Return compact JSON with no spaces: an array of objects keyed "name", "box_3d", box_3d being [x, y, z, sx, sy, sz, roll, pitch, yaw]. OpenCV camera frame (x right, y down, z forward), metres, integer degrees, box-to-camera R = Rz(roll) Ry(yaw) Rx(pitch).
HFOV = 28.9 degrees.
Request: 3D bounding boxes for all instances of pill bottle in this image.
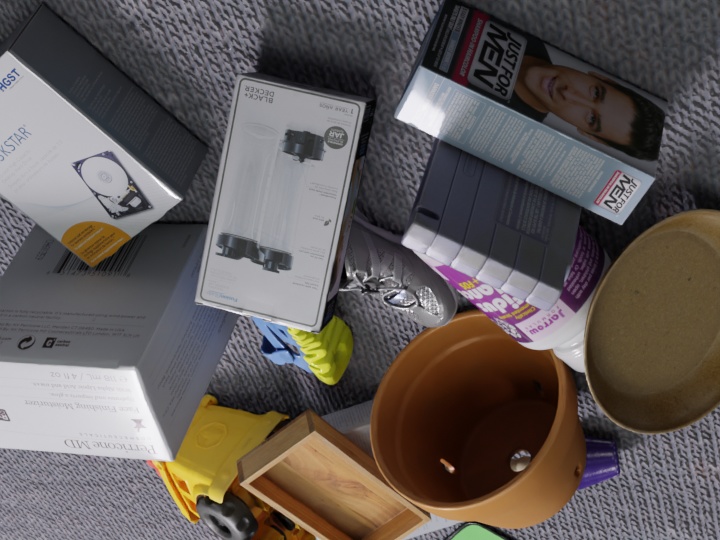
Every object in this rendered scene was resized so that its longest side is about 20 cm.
[{"name":"pill bottle","box_3d":[0.145,-0.003,1.203,0.200,0.113,0.112,40,134,-19]}]

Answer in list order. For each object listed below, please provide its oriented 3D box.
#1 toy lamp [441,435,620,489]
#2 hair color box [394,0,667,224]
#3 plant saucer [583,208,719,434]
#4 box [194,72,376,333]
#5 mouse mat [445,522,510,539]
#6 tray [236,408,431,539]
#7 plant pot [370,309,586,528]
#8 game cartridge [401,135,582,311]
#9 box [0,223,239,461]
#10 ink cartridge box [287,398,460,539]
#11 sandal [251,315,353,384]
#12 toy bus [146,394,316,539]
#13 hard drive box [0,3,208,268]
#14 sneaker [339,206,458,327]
[{"name":"toy lamp","box_3d":[0.164,0.202,1.422,0.198,0.058,0.058,-10,131,11]},{"name":"hair color box","box_3d":[0.136,-0.126,1.093,0.199,0.099,0.061,25,136,-5]},{"name":"plant saucer","box_3d":[0.262,0.040,1.186,0.201,0.200,0.035,56,168,-32]},{"name":"box","box_3d":[-0.064,-0.059,1.190,0.116,0.060,0.201,12,101,7]},{"name":"mouse mat","box_3d":[0.147,0.372,1.652,0.160,0.008,0.200,30,135,-10]},{"name":"tray","box_3d":[-0.025,0.227,1.438,0.098,0.037,0.200,-36,129,16]},{"name":"plant pot","box_3d":[0.127,0.158,1.326,0.199,0.201,0.140,-10,145,28]},{"name":"game cartridge","box_3d":[0.112,-0.062,1.092,0.129,0.201,0.038,28,132,-7]},{"name":"box","box_3d":[-0.250,0.064,1.354,0.197,0.201,0.131,1,133,19]},{"name":"ink cartridge box","box_3d":[0.032,0.216,1.494,0.199,0.041,0.200,-16,131,-1]},{"name":"sandal","box_3d":[-0.072,0.040,1.344,0.086,0.080,0.201,10,144,22]},{"name":"toy bus","box_3d":[-0.151,0.239,1.552,0.191,0.136,0.201,15,142,32]},{"name":"hard drive box","box_3d":[-0.266,-0.117,1.271,0.200,0.077,0.156,41,133,-20]},{"name":"sneaker","box_3d":[0.000,0.000,1.281,0.199,0.082,0.075,34,136,-13]}]
